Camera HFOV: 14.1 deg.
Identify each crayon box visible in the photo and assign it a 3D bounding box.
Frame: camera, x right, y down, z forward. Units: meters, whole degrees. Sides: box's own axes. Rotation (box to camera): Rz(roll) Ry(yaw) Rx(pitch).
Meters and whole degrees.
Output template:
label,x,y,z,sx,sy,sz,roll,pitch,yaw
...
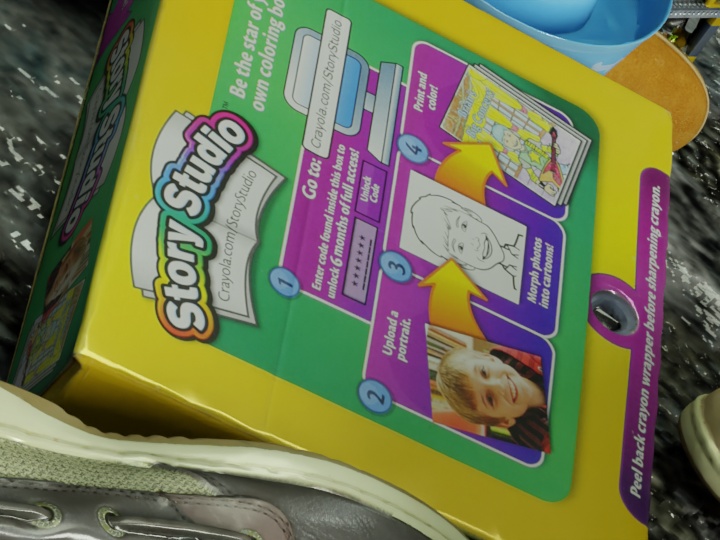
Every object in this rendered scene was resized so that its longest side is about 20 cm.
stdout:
label,x,y,z,sx,sy,sz,roll,pitch,yaw
crayon box,0.000,0.000,0.833,0.172,0.058,0.200,26,44,-16

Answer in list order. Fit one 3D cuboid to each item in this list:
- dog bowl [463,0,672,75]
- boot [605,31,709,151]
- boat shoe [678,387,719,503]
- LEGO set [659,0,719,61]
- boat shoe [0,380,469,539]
label,x,y,z,sx,sy,sz,roll,pitch,yaw
dog bowl,0.008,-0.124,0.964,0.200,0.050,0.111,39,37,6
boot,0.040,-0.042,0.995,0.201,0.071,0.144,20,37,-22
boat shoe,0.198,0.080,0.973,0.200,0.063,0.073,25,30,-19
LEGO set,0.094,-0.158,1.167,0.200,0.116,0.154,2,43,-47
boat shoe,-0.058,0.076,0.694,0.201,0.072,0.066,19,42,-28
